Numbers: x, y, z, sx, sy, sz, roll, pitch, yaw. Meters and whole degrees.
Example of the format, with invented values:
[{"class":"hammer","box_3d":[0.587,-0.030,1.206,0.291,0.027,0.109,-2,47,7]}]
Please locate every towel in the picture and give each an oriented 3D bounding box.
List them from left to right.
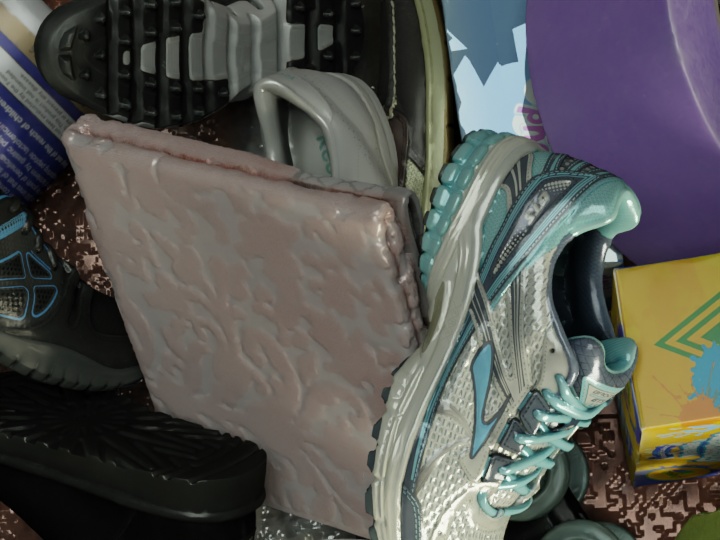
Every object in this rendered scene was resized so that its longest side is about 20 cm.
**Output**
[{"class":"towel","box_3d":[-0.036,0.031,0.999,0.190,0.201,0.032,14,42,36]}]

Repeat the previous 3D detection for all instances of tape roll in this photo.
[{"class":"tape roll","box_3d":[0.173,-0.094,1.015,0.085,0.199,0.201,-20,73,46]}]

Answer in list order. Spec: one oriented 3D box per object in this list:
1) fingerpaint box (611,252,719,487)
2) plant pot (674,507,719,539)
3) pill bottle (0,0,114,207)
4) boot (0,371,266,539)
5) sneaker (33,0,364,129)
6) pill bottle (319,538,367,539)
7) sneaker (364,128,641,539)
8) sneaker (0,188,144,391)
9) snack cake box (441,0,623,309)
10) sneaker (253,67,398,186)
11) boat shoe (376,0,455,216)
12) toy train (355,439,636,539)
[{"class":"fingerpaint box","box_3d":[0.196,0.038,0.989,0.166,0.200,0.074,-9,77,5]},{"class":"plant pot","box_3d":[0.227,0.180,0.979,0.199,0.200,0.191,-24,66,1]},{"class":"pill bottle","box_3d":[-0.221,-0.053,1.093,0.116,0.116,0.200,43,86,12]},{"class":"boot","box_3d":[-0.130,0.144,1.066,0.211,0.079,0.159,17,114,38]},{"class":"sneaker","box_3d":[-0.092,-0.109,1.068,0.090,0.200,0.067,11,106,38]},{"class":"pill bottle","box_3d":[-0.007,0.228,0.984,0.116,0.116,0.201,7,104,7]},{"class":"sneaker","box_3d":[0.061,0.048,0.894,0.086,0.078,0.201,13,97,29]},{"class":"sneaker","box_3d":[-0.163,0.003,1.041,0.073,0.200,0.082,22,92,43]},{"class":"snack cake box","box_3d":[0.080,-0.084,1.068,0.067,0.115,0.201,-9,79,4]},{"class":"sneaker","box_3d":[0.000,0.000,1.013,0.075,0.088,0.201,-31,77,18]},{"class":"boat shoe","box_3d":[0.014,-0.044,1.089,0.066,0.072,0.202,-3,83,0]},{"class":"toy train","box_3d":[0.079,0.158,1.042,0.114,0.085,0.200,-33,77,9]}]
